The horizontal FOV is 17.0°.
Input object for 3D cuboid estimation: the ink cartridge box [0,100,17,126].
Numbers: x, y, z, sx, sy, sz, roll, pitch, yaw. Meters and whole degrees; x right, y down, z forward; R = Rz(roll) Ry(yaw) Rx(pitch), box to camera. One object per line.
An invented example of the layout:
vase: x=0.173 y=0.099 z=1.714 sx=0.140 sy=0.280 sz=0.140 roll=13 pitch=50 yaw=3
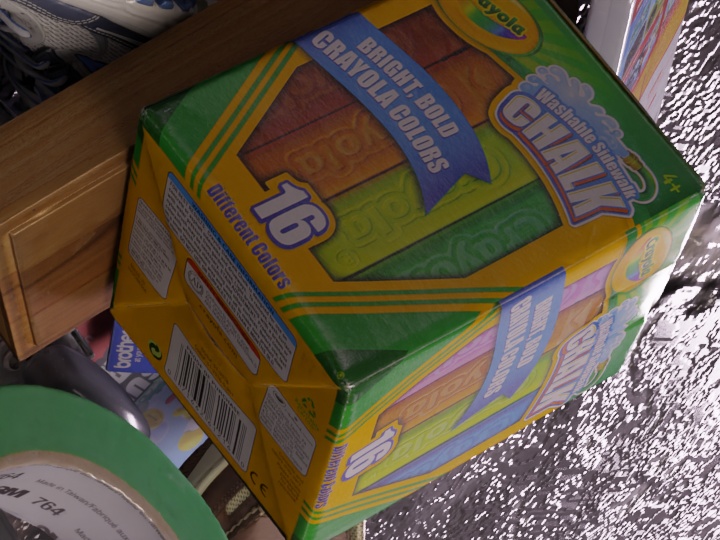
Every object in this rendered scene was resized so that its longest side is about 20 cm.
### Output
ink cartridge box: x=-0.183 y=-0.040 z=0.844 sx=0.099 sy=0.039 sz=0.200 roll=-46 pitch=145 yaw=2

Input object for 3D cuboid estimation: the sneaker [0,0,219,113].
sneaker: x=-0.096 y=-0.080 z=0.862 sx=0.085 sy=0.077 sz=0.200 roll=-50 pitch=146 yaw=16

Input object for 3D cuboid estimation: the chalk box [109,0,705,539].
chalk box: x=0.031 y=-0.017 z=0.844 sx=0.200 sy=0.125 sz=0.124 roll=-29 pitch=156 yaw=-26

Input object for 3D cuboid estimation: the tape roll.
tape roll: x=-0.115 y=0.142 z=0.860 sx=0.048 sy=0.201 sz=0.200 roll=-26 pitch=160 yaw=35

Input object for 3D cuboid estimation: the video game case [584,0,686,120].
video game case: x=0.115 y=-0.088 z=1.042 sx=0.200 sy=0.017 sz=0.143 roll=98 pitch=17 yaw=-48

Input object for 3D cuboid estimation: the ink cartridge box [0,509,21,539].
ink cartridge box: x=-0.210 y=0.141 z=0.896 sx=0.200 sy=0.146 sz=0.083 roll=15 pitch=118 yaw=-47

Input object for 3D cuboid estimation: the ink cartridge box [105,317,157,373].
ink cartridge box: x=0.000 y=0.000 z=0.975 sx=0.199 sy=0.042 sz=0.119 roll=-1 pitch=148 yaw=-11

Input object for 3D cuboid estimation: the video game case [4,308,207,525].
video game case: x=-0.095 y=0.059 z=1.063 sx=0.143 sy=0.017 sz=0.200 roll=-47 pitch=147 yaw=2

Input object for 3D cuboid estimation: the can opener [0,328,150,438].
can opener: x=-0.106 y=0.084 z=1.000 sx=0.053 sy=0.067 sz=0.200 roll=-38 pitch=145 yaw=-9

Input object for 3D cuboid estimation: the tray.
tray: x=-0.050 y=-0.051 z=0.862 sx=0.200 sy=0.037 sz=0.099 roll=-31 pitch=157 yaw=-16

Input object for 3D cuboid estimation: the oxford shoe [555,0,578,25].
oxford shoe: x=0.043 y=-0.064 z=1.052 sx=0.071 sy=0.071 sz=0.200 roll=-2 pitch=134 yaw=-10

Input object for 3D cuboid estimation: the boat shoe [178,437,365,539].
boat shoe: x=-0.031 y=0.099 z=1.031 sx=0.202 sy=0.075 sz=0.075 roll=-51 pitch=160 yaw=-34
